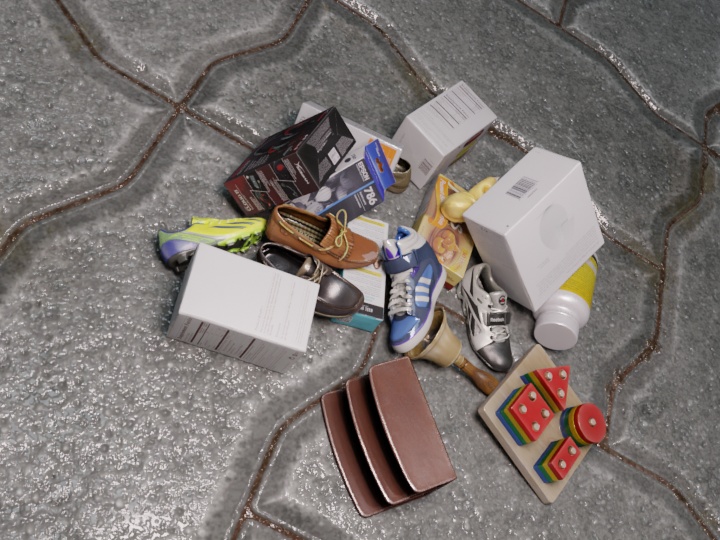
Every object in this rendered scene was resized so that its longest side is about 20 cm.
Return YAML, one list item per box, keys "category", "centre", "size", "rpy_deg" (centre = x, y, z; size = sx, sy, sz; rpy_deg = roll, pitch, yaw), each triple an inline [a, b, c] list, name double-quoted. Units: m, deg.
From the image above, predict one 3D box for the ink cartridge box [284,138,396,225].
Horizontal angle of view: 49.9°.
- category: "ink cartridge box"
  centre: [-0.031, -0.135, 1.335]
  size: [0.198, 0.100, 0.039]
  rpy_deg: [-32, 36, -4]

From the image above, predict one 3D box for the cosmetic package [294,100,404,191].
- category: "cosmetic package"
  centre: [-0.029, -0.220, 1.408]
  size: [0.197, 0.103, 0.071]
  rpy_deg: [24, 15, 0]

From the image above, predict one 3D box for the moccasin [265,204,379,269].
- category: "moccasin"
  centre: [-0.057, -0.061, 1.285]
  size: [0.198, 0.078, 0.075]
  rpy_deg: [24, 55, -14]

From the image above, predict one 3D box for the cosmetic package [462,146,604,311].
- category: "cosmetic package"
  centre: [0.319, -0.076, 1.414]
  size: [0.199, 0.122, 0.201]
  rpy_deg: [-41, 127, -13]

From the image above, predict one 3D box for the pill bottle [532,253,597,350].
- category: "pill bottle"
  centre: [0.390, 0.048, 1.487]
  size: [0.110, 0.112, 0.202]
  rpy_deg: [28, 53, -9]

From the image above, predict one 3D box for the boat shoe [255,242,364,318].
- category: "boat shoe"
  centre: [-0.087, 0.015, 1.257]
  size: [0.197, 0.074, 0.075]
  rpy_deg: [22, 68, 9]

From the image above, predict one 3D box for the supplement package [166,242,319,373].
- category: "supplement package"
  centre: [-0.179, 0.061, 1.183]
  size: [0.197, 0.117, 0.119]
  rpy_deg: [20, 61, -15]

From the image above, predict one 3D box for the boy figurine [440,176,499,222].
- category: "boy figurine"
  centre: [0.241, -0.113, 1.467]
  size: [0.197, 0.064, 0.127]
  rpy_deg: [-6, 94, -30]

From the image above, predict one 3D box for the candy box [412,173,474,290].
- category: "candy box"
  centre: [0.161, -0.076, 1.477]
  size: [0.114, 0.055, 0.202]
  rpy_deg: [31, 52, -10]

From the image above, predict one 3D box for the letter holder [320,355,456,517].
- category: "letter holder"
  centre: [0.035, 0.257, 1.195]
  size: [0.140, 0.101, 0.203]
  rpy_deg: [-10, 67, -29]

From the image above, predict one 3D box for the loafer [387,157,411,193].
- category: "loafer"
  centre: [0.015, -0.221, 1.481]
  size: [0.197, 0.068, 0.077]
  rpy_deg: [23, 54, -14]

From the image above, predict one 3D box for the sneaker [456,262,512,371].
- category: "sneaker"
  centre: [0.236, 0.081, 1.407]
  size: [0.073, 0.089, 0.203]
  rpy_deg: [-7, 67, -31]

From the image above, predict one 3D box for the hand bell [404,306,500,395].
- category: "hand bell"
  centre: [0.181, 0.165, 1.343]
  size: [0.199, 0.104, 0.105]
  rpy_deg: [39, 51, -16]

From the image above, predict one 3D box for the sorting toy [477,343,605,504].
- category: "sorting toy"
  centre: [0.332, 0.256, 1.343]
  size: [0.198, 0.069, 0.201]
  rpy_deg: [-38, 92, -37]

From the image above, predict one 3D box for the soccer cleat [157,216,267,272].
- category: "soccer cleat"
  centre: [-0.237, -0.062, 1.264]
  size: [0.198, 0.065, 0.085]
  rpy_deg: [-21, 70, -34]

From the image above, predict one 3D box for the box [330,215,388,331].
- category: "box"
  centre: [0.000, 0.000, 1.356]
  size: [0.081, 0.049, 0.203]
  rpy_deg: [16, 56, -17]

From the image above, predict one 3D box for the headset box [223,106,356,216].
- category: "headset box"
  centre: [-0.125, -0.178, 1.297]
  size: [0.076, 0.198, 0.149]
  rpy_deg: [55, 44, -23]

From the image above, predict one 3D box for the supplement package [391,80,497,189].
- category: "supplement package"
  centre: [0.164, -0.275, 1.559]
  size: [0.110, 0.114, 0.199]
  rpy_deg: [47, 53, 7]

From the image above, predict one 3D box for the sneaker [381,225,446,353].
- category: "sneaker"
  centre: [0.066, 0.020, 1.319]
  size: [0.147, 0.080, 0.202]
  rpy_deg: [48, 51, -27]
